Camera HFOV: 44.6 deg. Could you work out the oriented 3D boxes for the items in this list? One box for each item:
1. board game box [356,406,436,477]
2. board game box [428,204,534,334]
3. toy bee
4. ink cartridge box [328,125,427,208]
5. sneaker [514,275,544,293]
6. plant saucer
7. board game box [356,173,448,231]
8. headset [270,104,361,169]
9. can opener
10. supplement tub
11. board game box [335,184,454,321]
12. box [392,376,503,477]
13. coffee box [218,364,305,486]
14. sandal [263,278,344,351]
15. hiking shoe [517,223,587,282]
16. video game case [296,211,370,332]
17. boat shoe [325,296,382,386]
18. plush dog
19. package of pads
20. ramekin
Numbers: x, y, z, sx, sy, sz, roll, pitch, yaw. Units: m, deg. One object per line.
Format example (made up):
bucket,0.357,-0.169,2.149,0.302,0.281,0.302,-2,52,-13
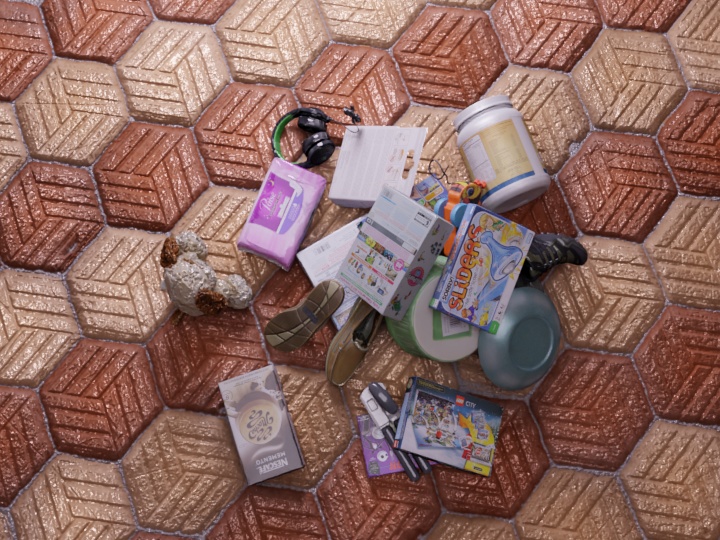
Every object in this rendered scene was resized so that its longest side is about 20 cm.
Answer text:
board game box,0.099,0.322,1.701,0.197,0.032,0.122,-12,83,-2
board game box,0.222,-0.002,1.601,0.134,0.034,0.202,22,88,-19
toy bee,0.202,-0.124,1.680,0.108,0.202,0.131,-25,50,-26
ink cartridge box,0.040,-0.205,1.746,0.198,0.050,0.163,7,77,34
sneaker,0.266,-0.002,1.726,0.114,0.076,0.201,-28,83,-31
plant saucer,0.316,0.134,1.677,0.199,0.039,0.204,-4,99,-27
board game box,0.109,-0.087,1.743,0.199,0.034,0.136,-33,83,-24
headset,-0.094,-0.280,1.775,0.198,0.094,0.125,-15,76,16
can opener,0.066,0.302,1.656,0.053,0.067,0.201,-31,80,-6
supplement tub,0.278,-0.230,1.748,0.143,0.145,0.202,-20,79,-4
board game box,0.060,-0.033,1.610,0.147,0.064,0.201,37,100,40
box,0.168,0.296,1.655,0.198,0.038,0.138,21,71,-19
coffee box,-0.187,0.297,1.680,0.112,0.080,0.202,-18,79,-4
sandal,-0.103,0.089,1.719,0.200,0.054,0.081,-40,82,18
hiking shoe,0.344,-0.021,1.695,0.197,0.076,0.102,12,76,-13
video game case,0.000,0.000,1.754,0.198,0.045,0.183,-29,80,-5
boat shoe,-0.010,0.139,1.682,0.071,0.076,0.202,16,103,-22
plush dog,-0.326,0.027,1.686,0.200,0.172,0.161,43,82,7
package of pads,-0.159,-0.112,1.761,0.119,0.076,0.202,23,81,0
ramekin,0.154,0.077,1.669,0.197,0.098,0.203,-3,99,-22
